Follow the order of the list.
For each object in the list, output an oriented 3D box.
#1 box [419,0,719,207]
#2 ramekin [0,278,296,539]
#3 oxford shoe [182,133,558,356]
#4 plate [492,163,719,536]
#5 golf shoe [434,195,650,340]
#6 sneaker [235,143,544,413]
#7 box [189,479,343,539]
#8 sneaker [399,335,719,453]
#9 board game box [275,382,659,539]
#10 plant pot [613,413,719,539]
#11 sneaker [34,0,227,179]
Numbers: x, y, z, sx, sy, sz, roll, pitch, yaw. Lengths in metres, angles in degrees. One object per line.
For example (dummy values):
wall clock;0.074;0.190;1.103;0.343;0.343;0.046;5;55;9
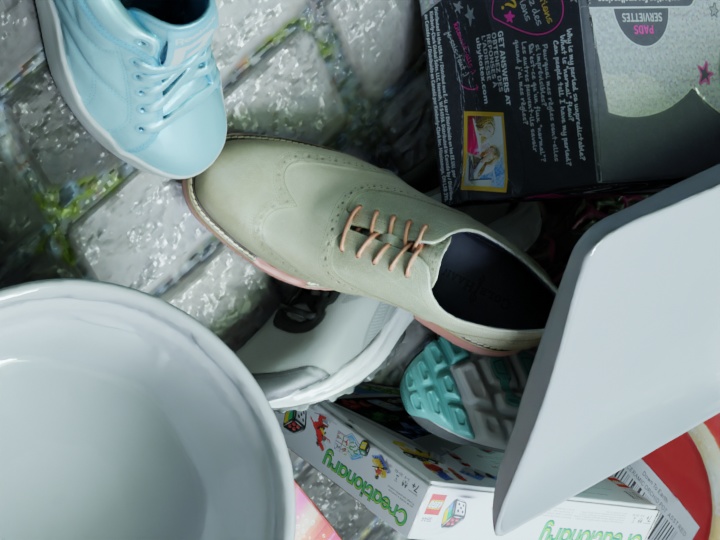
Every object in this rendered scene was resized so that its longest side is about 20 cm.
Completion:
box;0.142;-0.106;1.265;0.200;0.115;0.133;-5;88;-43
ramekin;-0.134;0.110;1.114;0.200;0.200;0.105;-43;-178;-15
oxford shoe;0.012;-0.018;1.203;0.199;0.074;0.071;20;82;-15
plate;0.148;0.019;1.222;0.199;0.032;0.200;-24;144;-36
golf shoe;0.127;0.006;1.396;0.199;0.073;0.092;-17;147;-24
sneaker;0.000;0.000;1.273;0.200;0.074;0.079;-39;117;-19
box;-0.109;0.177;1.227;0.200;0.103;0.095;-43;109;-16
sneaker;0.097;0.072;1.324;0.199;0.078;0.091;1;155;-35
board game box;0.055;0.105;1.342;0.200;0.126;0.035;11;107;-47
plant pot;0.223;0.121;1.459;0.182;0.200;0.201;-2;117;-43
sneaker;-0.094;-0.104;1.092;0.074;0.082;0.200;-41;138;-15
